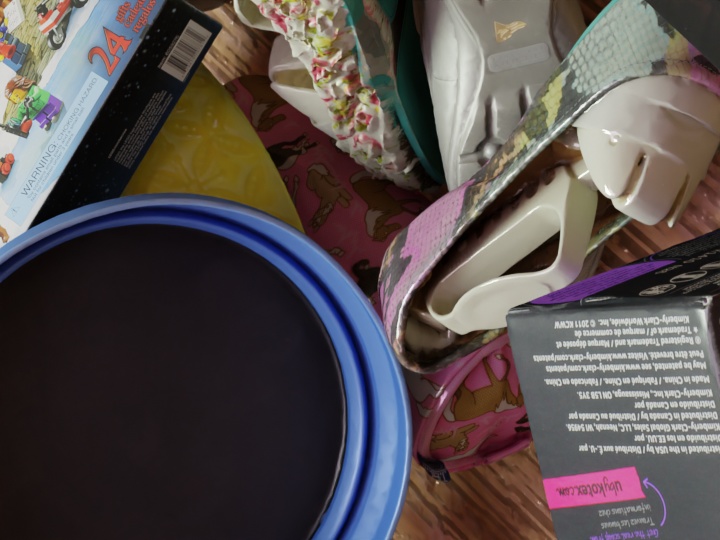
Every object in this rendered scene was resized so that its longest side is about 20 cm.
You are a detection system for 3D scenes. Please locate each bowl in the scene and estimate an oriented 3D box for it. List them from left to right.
[{"bbox_3d":[-0.112,0.005,1.185,0.200,0.108,0.200,40,144,38],"label":"bowl"},{"bbox_3d":[-0.081,0.067,1.087,0.039,0.200,0.201,-147,46,-68],"label":"bowl"}]

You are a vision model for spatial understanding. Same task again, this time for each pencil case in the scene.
[{"bbox_3d":[0.000,0.000,1.188,0.200,0.083,0.087,45,109,32],"label":"pencil case"}]

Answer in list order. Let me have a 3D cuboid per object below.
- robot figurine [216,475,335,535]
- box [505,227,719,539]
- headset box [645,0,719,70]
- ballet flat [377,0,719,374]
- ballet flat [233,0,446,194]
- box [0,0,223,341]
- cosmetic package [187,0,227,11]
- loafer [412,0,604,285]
[{"bbox_3d":[-0.033,0.139,1.205,0.145,0.200,0.058,-21,48,45],"label":"robot figurine"},{"bbox_3d":[0.146,0.091,0.996,0.106,0.122,0.200,-3,103,53],"label":"box"},{"bbox_3d":[0.153,-0.163,0.912,0.149,0.077,0.200,48,140,29],"label":"headset box"},{"bbox_3d":[0.079,-0.029,1.037,0.200,0.069,0.071,-44,30,29],"label":"ballet flat"},{"bbox_3d":[-0.011,-0.095,1.101,0.200,0.064,0.076,66,-153,-56],"label":"ballet flat"},{"bbox_3d":[-0.158,-0.044,1.129,0.137,0.038,0.200,32,92,37],"label":"box"},{"bbox_3d":[-0.126,-0.205,1.243,0.073,0.103,0.200,-36,75,54],"label":"cosmetic package"},{"bbox_3d":[0.057,-0.085,1.095,0.070,0.070,0.200,-92,-7,-66],"label":"loafer"}]
